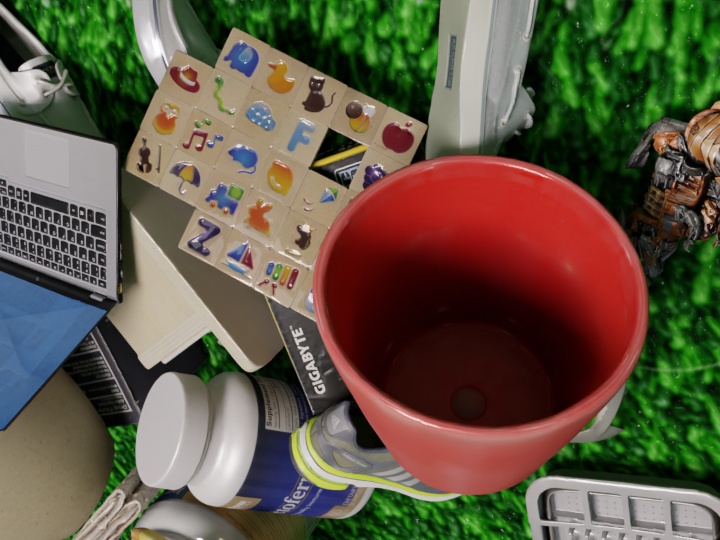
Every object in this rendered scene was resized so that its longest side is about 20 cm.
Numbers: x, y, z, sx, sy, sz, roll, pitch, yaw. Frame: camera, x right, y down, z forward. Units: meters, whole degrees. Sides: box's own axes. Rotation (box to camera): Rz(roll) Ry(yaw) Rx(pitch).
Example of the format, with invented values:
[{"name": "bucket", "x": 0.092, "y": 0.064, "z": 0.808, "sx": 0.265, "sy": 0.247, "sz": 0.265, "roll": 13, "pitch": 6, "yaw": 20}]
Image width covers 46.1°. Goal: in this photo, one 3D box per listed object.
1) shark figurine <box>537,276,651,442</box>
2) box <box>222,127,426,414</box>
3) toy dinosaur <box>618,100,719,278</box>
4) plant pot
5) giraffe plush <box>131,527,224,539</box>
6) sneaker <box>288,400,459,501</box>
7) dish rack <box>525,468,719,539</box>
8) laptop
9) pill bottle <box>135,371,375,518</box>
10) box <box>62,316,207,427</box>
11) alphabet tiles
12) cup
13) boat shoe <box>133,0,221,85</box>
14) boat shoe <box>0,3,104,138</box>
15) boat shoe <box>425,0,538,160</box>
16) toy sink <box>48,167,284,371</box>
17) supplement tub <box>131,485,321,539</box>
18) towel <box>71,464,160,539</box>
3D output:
[{"name": "shark figurine", "x": 0.187, "y": 0.042, "z": 0.643, "sx": 0.128, "sy": 0.089, "sz": 0.216, "roll": -1, "pitch": 111, "yaw": 64}, {"name": "box", "x": 0.000, "y": 0.000, "z": 0.689, "sx": 0.158, "sy": 0.049, "sz": 0.202, "roll": -19, "pitch": 108, "yaw": 3}, {"name": "toy dinosaur", "x": 0.248, "y": -0.065, "z": 0.548, "sx": 0.136, "sy": 0.102, "sz": 0.201, "roll": 45, "pitch": 150, "yaw": 19}, {"name": "plant pot", "x": 0.075, "y": 0.054, "z": 0.569, "sx": 0.199, "sy": 0.201, "sz": 0.178, "roll": 19, "pitch": 150, "yaw": 16}, {"name": "giraffe plush", "x": -0.169, "y": 0.326, "z": 0.662, "sx": 0.171, "sy": 0.162, "sz": 0.201, "roll": 24, "pitch": 124, "yaw": 14}, {"name": "sneaker", "x": 0.044, "y": 0.146, "z": 0.711, "sx": 0.081, "sy": 0.198, "sz": 0.074, "roll": -48, "pitch": 45, "yaw": 45}, {"name": "dish rack", "x": 0.241, "y": 0.256, "z": 0.743, "sx": 0.170, "sy": 0.044, "sz": 0.202, "roll": -1, "pitch": 115, "yaw": 26}, {"name": "laptop", "x": -0.293, "y": -0.011, "z": 0.668, "sx": 0.186, "sy": 0.116, "sz": 0.202, "roll": 16, "pitch": 110, "yaw": 30}, {"name": "pill bottle", "x": -0.088, "y": 0.153, "z": 0.752, "sx": 0.199, "sy": 0.116, "sz": 0.116, "roll": 16, "pitch": 134, "yaw": -32}, {"name": "box", "x": -0.295, "y": 0.049, "z": 0.853, "sx": 0.199, "sy": 0.123, "sz": 0.200, "roll": -12, "pitch": 110, "yaw": 30}, {"name": "alphabet tiles", "x": -0.074, "y": -0.077, "z": 0.637, "sx": 0.199, "sy": 0.008, "sz": 0.168, "roll": 28, "pitch": 96, "yaw": 6}, {"name": "cup", "x": -0.307, "y": 0.164, "z": 0.751, "sx": 0.200, "sy": 0.202, "sz": 0.143, "roll": -30, "pitch": 130, "yaw": 35}, {"name": "boat shoe", "x": -0.117, "y": -0.147, "z": 0.695, "sx": 0.065, "sy": 0.074, "sz": 0.201, "roll": -11, "pitch": 120, "yaw": 21}, {"name": "boat shoe", "x": -0.299, "y": -0.168, "z": 0.774, "sx": 0.200, "sy": 0.074, "sz": 0.065, "roll": 44, "pitch": 130, "yaw": -2}, {"name": "boat shoe", "x": 0.092, "y": -0.124, "z": 0.596, "sx": 0.071, "sy": 0.070, "sz": 0.203, "roll": -2, "pitch": 112, "yaw": -16}, {"name": "toy sink", "x": -0.154, "y": 0.002, "z": 0.756, "sx": 0.112, "sy": 0.130, "sz": 0.200, "roll": -34, "pitch": 98, "yaw": 35}, {"name": "supplement tub", "x": -0.131, "y": 0.254, "z": 0.831, "sx": 0.143, "sy": 0.200, "sz": 0.146, "roll": 11, "pitch": 119, "yaw": 21}, {"name": "towel", "x": -0.206, "y": 0.204, "z": 0.801, "sx": 0.034, "sy": 0.200, "sz": 0.133, "roll": 42, "pitch": 112, "yaw": -3}]
